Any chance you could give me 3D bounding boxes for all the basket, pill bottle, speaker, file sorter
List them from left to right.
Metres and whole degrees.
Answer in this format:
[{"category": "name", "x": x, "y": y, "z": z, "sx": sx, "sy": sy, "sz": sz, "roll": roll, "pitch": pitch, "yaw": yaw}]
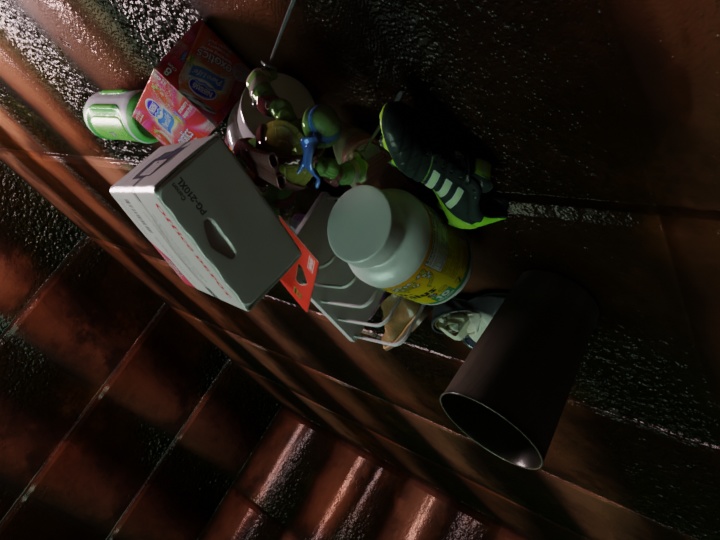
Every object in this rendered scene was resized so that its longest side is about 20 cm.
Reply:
[{"category": "speaker", "x": -0.398, "y": -0.263, "z": 1.056, "sx": 0.197, "sy": 0.089, "sz": 0.089, "roll": 15, "pitch": 153, "yaw": 44}, {"category": "pill bottle", "x": -0.122, "y": -0.163, "z": 0.803, "sx": 0.109, "sy": 0.111, "sz": 0.200, "roll": 36, "pitch": 160, "yaw": -6}, {"category": "file sorter", "x": 0.000, "y": 0.000, "z": 0.937, "sx": 0.123, "sy": 0.140, "sz": 0.200, "roll": 5, "pitch": 145, "yaw": 49}, {"category": "pill bottle", "x": 0.049, "y": -0.029, "z": 0.732, "sx": 0.111, "sy": 0.115, "sz": 0.199, "roll": 20, "pitch": 179, "yaw": 33}, {"category": "basket", "x": 0.205, "y": 0.114, "z": 0.770, "sx": 0.134, "sy": 0.202, "sz": 0.181, "roll": 20, "pitch": 155, "yaw": 35}]

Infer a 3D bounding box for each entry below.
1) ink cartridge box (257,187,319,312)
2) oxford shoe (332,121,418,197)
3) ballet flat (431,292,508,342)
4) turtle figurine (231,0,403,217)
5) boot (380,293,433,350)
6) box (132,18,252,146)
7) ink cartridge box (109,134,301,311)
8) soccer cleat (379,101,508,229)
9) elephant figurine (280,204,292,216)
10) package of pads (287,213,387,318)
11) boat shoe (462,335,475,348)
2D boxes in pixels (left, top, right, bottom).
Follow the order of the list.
[{"category": "ink cartridge box", "x": -0.131, "y": -0.028, "z": 0.826, "sx": 0.174, "sy": 0.043, "sz": 0.201, "roll": 50, "pitch": 160, "yaw": 11}, {"category": "oxford shoe", "x": 0.021, "y": -0.112, "z": 0.786, "sx": 0.074, "sy": 0.070, "sz": 0.201, "roll": 52, "pitch": 175, "yaw": 39}, {"category": "ballet flat", "x": 0.172, "y": 0.076, "z": 0.934, "sx": 0.073, "sy": 0.074, "sz": 0.199, "roll": 42, "pitch": 158, "yaw": -22}, {"category": "turtle figurine", "x": -0.063, "y": -0.139, "z": 0.651, "sx": 0.142, "sy": 0.205, "sz": 0.192, "roll": 20, "pitch": 148, "yaw": -34}, {"category": "boot", "x": 0.068, "y": 0.084, "z": 1.127, "sx": 0.075, "sy": 0.074, "sz": 0.201, "roll": 39, "pitch": 151, "yaw": 5}, {"category": "box", "x": -0.229, "y": -0.233, "z": 0.838, "sx": 0.099, "sy": 0.096, "sz": 0.199, "roll": 42, "pitch": 159, "yaw": -19}, {"category": "ink cartridge box", "x": -0.167, "y": -0.052, "z": 0.648, "sx": 0.198, "sy": 0.084, "sz": 0.146, "roll": 12, "pitch": 141, "yaw": 57}, {"category": "soccer cleat", "x": 0.092, "y": -0.111, "z": 0.651, "sx": 0.080, "sy": 0.069, "sz": 0.199, "roll": -6, "pitch": 149, "yaw": 37}, {"category": "elephant figurine", "x": -0.200, "y": -0.138, "z": 0.980, "sx": 0.151, "sy": 0.145, "sz": 0.200, "roll": 5, "pitch": 164, "yaw": -19}, {"category": "package of pads", "x": -0.047, "y": -0.007, "z": 1.084, "sx": 0.119, "sy": 0.076, "sz": 0.201, "roll": 19, "pitch": 155, "yaw": 43}, {"category": "boat shoe", "x": 0.216, "y": 0.134, "z": 0.959, "sx": 0.071, "sy": 0.092, "sz": 0.198, "roll": 45, "pitch": 158, "yaw": -30}]
